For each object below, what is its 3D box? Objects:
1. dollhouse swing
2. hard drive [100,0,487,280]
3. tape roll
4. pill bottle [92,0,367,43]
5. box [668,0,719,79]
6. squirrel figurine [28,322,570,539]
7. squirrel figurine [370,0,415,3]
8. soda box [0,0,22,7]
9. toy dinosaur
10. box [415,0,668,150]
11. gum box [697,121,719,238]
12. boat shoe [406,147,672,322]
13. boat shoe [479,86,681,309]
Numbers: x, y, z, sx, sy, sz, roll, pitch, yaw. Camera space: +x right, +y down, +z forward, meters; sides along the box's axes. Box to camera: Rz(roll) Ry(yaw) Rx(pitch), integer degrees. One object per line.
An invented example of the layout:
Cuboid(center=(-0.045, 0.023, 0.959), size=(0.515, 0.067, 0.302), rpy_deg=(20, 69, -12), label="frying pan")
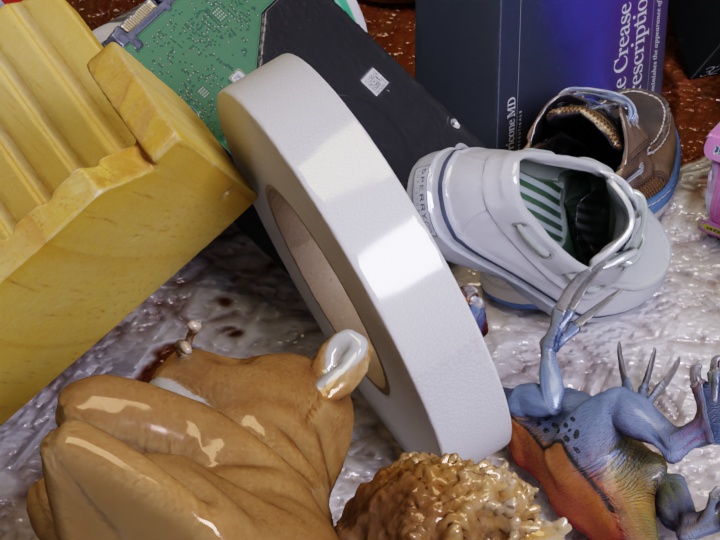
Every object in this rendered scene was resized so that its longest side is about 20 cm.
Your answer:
Cuboid(center=(-0.182, -0.041, 0.956), size=(0.200, 0.182, 0.176), rpy_deg=(-40, 75, 3), label="dollhouse swing")
Cuboid(center=(-0.031, -0.075, 1.099), size=(0.200, 0.038, 0.140), rpy_deg=(43, 47, -4), label="hard drive")
Cuboid(center=(0.000, 0.000, 0.945), size=(0.037, 0.204, 0.203), rpy_deg=(-30, 40, -9), label="tape roll")
Cuboid(center=(-0.093, -0.098, 1.173), size=(0.112, 0.114, 0.200), rpy_deg=(21, 38, 29), label="pill bottle")
Cuboid(center=(0.271, -0.217, 1.243), size=(0.147, 0.200, 0.125), rpy_deg=(-13, 75, -17), label="box")
Cuboid(center=(-0.029, 0.106, 0.800), size=(0.198, 0.143, 0.187), rpy_deg=(21, 26, 7), label="squirrel figurine")
Cuboid(center=(0.064, -0.271, 1.365), size=(0.199, 0.188, 0.141), rpy_deg=(26, 41, 35), label="squirrel figurine")
Cuboid(center=(-0.213, -0.121, 1.130), size=(0.069, 0.202, 0.063), rpy_deg=(14, 35, 21), label="soda box")
Cuboid(center=(0.088, 0.068, 0.950), size=(0.180, 0.106, 0.200), rpy_deg=(0, 40, 41), label="toy dinosaur")
Cuboid(center=(0.105, -0.173, 1.204), size=(0.140, 0.202, 0.079), rpy_deg=(-24, 39, -30), label="box")
Cuboid(center=(0.277, -0.067, 1.161), size=(0.113, 0.067, 0.200), rpy_deg=(22, 40, 29), label="gum box")
Cuboid(center=(0.105, -0.016, 1.017), size=(0.066, 0.074, 0.199), rpy_deg=(-7, -9, 38), label="boat shoe")
Cuboid(center=(0.126, -0.057, 1.143), size=(0.072, 0.073, 0.200), rpy_deg=(13, 36, 21), label="boat shoe")
